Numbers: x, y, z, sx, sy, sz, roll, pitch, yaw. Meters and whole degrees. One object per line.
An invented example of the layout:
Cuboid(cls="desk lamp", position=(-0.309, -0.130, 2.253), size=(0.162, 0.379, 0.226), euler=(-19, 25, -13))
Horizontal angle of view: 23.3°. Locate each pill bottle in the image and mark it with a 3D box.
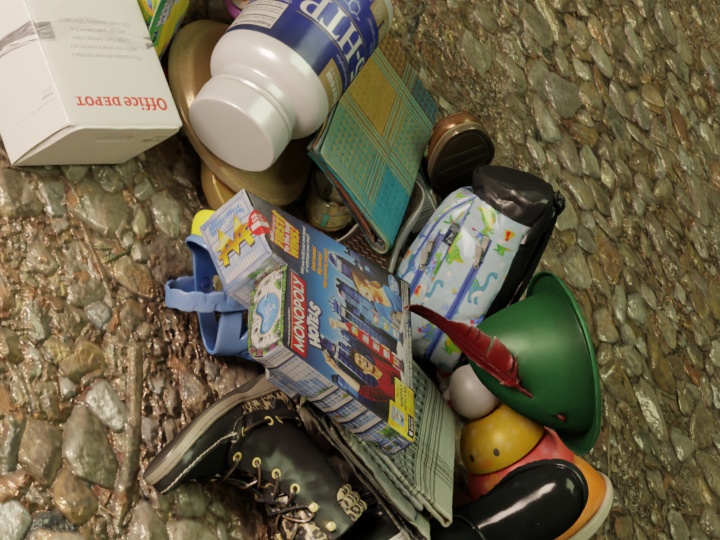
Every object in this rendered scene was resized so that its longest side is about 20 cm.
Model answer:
Cuboid(cls="pill bottle", position=(-0.066, -0.190, 1.575), size=(0.120, 0.119, 0.201), euler=(47, 58, -23))

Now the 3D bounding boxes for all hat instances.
Cuboid(cls="hat", position=(0.110, 0.092, 1.605), size=(0.175, 0.166, 0.202), euler=(-13, 105, -15))

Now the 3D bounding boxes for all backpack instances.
Cuboid(cls="backpack", position=(0.105, -0.001, 1.706), size=(0.163, 0.152, 0.202), euler=(-56, 160, -78))

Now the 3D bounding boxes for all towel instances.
Cuboid(cls="towel", position=(0.015, -0.134, 1.678), size=(0.147, 0.022, 0.201), euler=(54, 40, -36))
Cuboid(cls="towel", position=(0.024, 0.124, 1.554), size=(0.193, 0.034, 0.201), euler=(53, 26, -22))

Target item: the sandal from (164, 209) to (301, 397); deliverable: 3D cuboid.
Cuboid(cls="sandal", position=(-0.106, 0.043, 1.531), size=(0.087, 0.079, 0.200), euler=(-47, 119, -19))

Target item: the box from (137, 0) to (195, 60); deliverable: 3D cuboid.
Cuboid(cls="box", position=(-0.175, -0.262, 1.592), size=(0.048, 0.118, 0.201), euler=(23, 41, -5))

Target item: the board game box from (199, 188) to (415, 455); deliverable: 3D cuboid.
Cuboid(cls="board game box", position=(-0.045, 0.036, 1.437), size=(0.199, 0.062, 0.201), euler=(38, 30, -25))

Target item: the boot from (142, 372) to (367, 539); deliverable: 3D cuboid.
Cuboid(cls="boot", position=(-0.081, 0.176, 1.441), size=(0.151, 0.073, 0.200), euler=(52, 26, 4))

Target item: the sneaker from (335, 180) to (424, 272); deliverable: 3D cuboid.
Cuboid(cls="sneaker", position=(0.000, 0.000, 1.704), size=(0.073, 0.085, 0.200), euler=(33, 56, 9))

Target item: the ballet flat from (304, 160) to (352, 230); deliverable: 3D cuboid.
Cuboid(cls="ballet flat", position=(-0.008, -0.138, 1.723), size=(0.070, 0.070, 0.202), euler=(28, 71, -42))

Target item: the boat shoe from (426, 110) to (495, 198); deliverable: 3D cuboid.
Cuboid(cls="boat shoe", position=(0.095, -0.122, 1.785), size=(0.200, 0.071, 0.068), euler=(77, -7, -69))

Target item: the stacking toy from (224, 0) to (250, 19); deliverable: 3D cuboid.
Cuboid(cls="stacking toy", position=(-0.092, -0.271, 1.689), size=(0.200, 0.115, 0.111), euler=(2, 64, -65))

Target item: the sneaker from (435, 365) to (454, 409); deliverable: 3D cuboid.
Cuboid(cls="sneaker", position=(0.147, 0.106, 1.838), size=(0.200, 0.067, 0.109), euler=(13, 58, -46))

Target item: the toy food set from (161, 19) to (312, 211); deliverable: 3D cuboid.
Cuboid(cls="toy food set", position=(-0.115, -0.145, 1.659), size=(0.201, 0.048, 0.198), euler=(57, 33, -10))

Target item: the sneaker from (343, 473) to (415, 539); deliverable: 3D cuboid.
Cuboid(cls="sneaker", position=(0.007, 0.197, 1.581), size=(0.112, 0.073, 0.200), euler=(59, 24, -1))

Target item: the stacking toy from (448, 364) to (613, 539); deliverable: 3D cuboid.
Cuboid(cls="stacking toy", position=(0.141, 0.178, 1.695), size=(0.201, 0.145, 0.146), euler=(57, 33, -15))

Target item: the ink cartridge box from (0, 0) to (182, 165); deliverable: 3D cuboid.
Cuboid(cls="ink cartridge box", position=(-0.252, -0.193, 1.466), size=(0.146, 0.082, 0.201), euler=(-6, 73, -56))

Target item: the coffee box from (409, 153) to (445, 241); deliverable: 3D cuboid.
Cuboid(cls="coffee box", position=(0.041, -0.127, 1.830), size=(0.201, 0.044, 0.123), euler=(66, 9, 5))

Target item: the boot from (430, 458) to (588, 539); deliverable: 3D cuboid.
Cuboid(cls="boot", position=(0.100, 0.247, 1.559), size=(0.074, 0.197, 0.162), euler=(62, 26, -1))
